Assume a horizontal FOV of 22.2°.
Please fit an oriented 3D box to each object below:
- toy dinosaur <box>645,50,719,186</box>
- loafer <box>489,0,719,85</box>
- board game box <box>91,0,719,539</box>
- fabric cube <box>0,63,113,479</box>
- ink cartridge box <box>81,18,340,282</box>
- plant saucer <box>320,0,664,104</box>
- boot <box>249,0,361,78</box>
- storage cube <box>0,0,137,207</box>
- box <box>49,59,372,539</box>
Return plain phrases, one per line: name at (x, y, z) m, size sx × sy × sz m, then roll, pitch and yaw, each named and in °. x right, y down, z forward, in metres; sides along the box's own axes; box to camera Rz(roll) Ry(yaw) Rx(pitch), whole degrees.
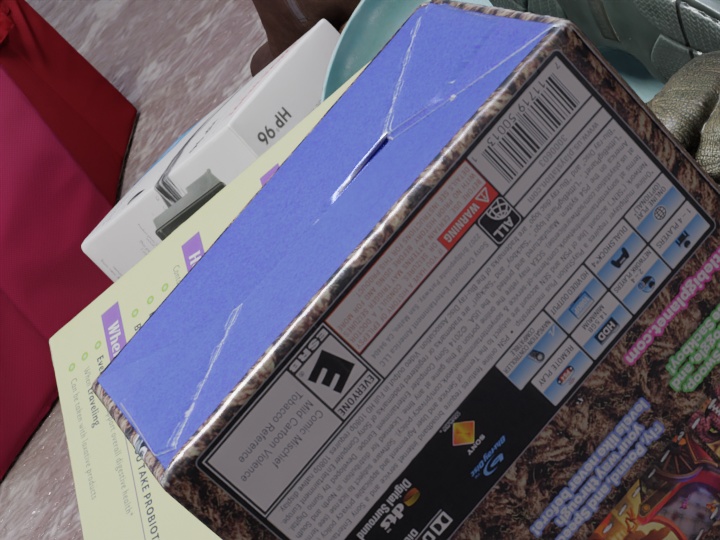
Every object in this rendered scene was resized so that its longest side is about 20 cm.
toy dinosaur at (0.137, -0.048, 0.642) m, size 0.199 × 0.077 × 0.102 m, roll -23°, pitch 20°, yaw 52°
loafer at (0.134, -0.117, 0.771) m, size 0.063 × 0.072 × 0.199 m, roll -46°, pitch 48°, yaw -17°
board game box at (0.051, 0.048, 0.543) m, size 0.160 × 0.200 × 0.097 m, roll -48°, pitch 22°, yaw -5°
fabric cube at (-0.292, -0.011, 1.158) m, size 0.195 × 0.200 × 0.201 m, roll 13°, pitch 60°, yaw 38°
ink cartridge box at (-0.057, -0.062, 1.021) m, size 0.200 × 0.068 × 0.116 m, roll -33°, pitch 16°, yaw 44°
plant saucer at (0.075, -0.088, 0.843) m, size 0.198 × 0.027 × 0.202 m, roll -13°, pitch 57°, yaw 20°
boot at (-0.048, -0.183, 1.121) m, size 0.199 × 0.166 × 0.073 m, roll -8°, pitch 44°, yaw 56°
storage cube at (-0.295, -0.093, 1.387) m, size 0.199 × 0.180 × 0.171 m, roll -37°, pitch 25°, yaw 20°
box at (-0.012, 0.051, 0.719) m, size 0.200 × 0.096 × 0.177 m, roll -39°, pitch 43°, yaw 19°
